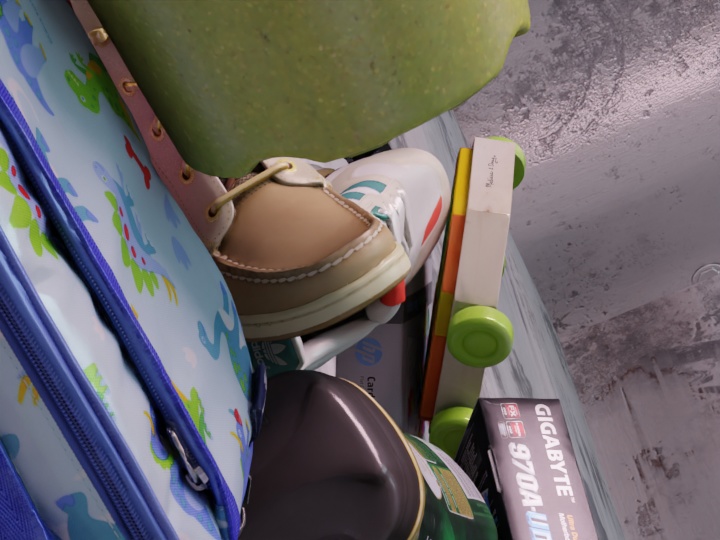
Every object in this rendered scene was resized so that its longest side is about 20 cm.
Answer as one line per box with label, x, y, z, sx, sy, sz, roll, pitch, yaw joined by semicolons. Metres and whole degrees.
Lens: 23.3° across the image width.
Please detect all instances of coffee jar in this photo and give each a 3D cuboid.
coffee jar;-0.011;0.107;0.723;0.086;0.104;0.200;53;3;22

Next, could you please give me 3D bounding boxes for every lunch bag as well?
lunch bag;-0.102;0.003;0.517;0.161;0.082;0.201;-84;150;-67

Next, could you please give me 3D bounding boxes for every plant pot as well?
plant pot;-0.033;-0.139;0.563;0.201;0.199;0.185;-94;164;-65

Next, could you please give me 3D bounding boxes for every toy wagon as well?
toy wagon;0.057;0.031;0.937;0.156;0.039;0.201;-79;178;-51

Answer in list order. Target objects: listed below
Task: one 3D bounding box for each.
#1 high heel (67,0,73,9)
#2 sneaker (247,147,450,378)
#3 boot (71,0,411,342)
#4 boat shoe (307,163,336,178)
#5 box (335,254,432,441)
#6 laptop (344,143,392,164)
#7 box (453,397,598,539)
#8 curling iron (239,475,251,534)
high heel;-0.120;-0.070;0.606;0.096;0.067;0.200;60;0;31
sneaker;0.000;0.000;0.801;0.199;0.093;0.071;-35;111;-43
boot;-0.064;-0.062;0.692;0.200;0.072;0.156;22;-45;57
boat shoe;-0.044;-0.022;0.969;0.200;0.069;0.071;78;30;-74
box;0.014;0.061;0.970;0.156;0.041;0.202;-16;109;-82
laptop;0.001;-0.149;0.947;0.178;0.103;0.200;61;11;12
box;0.067;0.185;0.860;0.160;0.046;0.201;-101;-161;-43
curling iron;-0.083;0.040;0.666;0.200;0.049;0.026;-116;-152;-52
